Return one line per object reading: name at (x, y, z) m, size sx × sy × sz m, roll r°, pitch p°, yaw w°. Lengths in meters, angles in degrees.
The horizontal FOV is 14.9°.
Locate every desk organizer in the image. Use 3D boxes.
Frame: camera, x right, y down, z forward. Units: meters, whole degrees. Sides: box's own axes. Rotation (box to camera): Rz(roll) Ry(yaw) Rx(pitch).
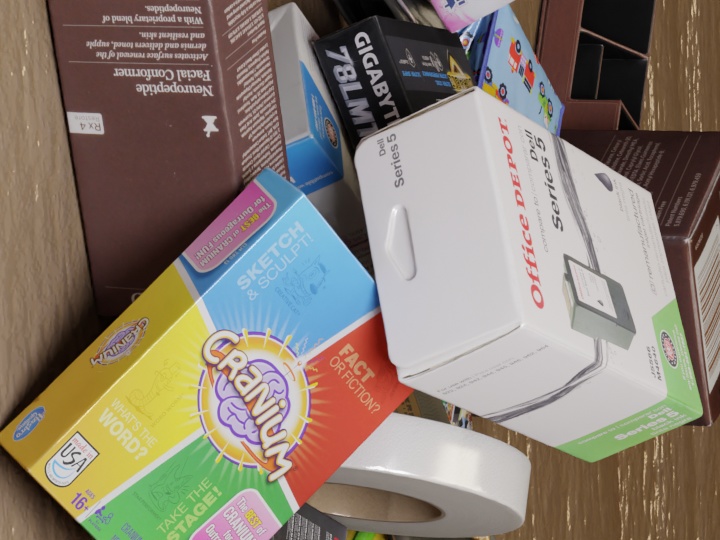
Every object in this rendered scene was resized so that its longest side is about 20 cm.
desk organizer at (0.186, -0.155, 2.233) m, size 0.072 × 0.077 × 0.201 m, roll 44°, pitch 52°, yaw -63°

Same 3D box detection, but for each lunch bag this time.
lunch bag at (0.076, -0.066, 1.886) m, size 0.151 × 0.094 × 0.201 m, roll 56°, pitch 30°, yaw -52°

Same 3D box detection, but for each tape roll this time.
tape roll at (-0.001, 0.118, 1.611) m, size 0.203 × 0.202 × 0.037 m, roll 40°, pitch 55°, yaw -64°

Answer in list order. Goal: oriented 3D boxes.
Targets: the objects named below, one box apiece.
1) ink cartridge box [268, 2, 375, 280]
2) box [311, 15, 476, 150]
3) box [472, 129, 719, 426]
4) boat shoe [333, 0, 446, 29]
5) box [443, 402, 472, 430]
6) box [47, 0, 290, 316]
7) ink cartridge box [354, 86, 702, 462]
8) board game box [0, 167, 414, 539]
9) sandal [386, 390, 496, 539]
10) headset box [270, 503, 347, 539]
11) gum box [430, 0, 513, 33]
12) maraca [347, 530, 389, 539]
ink cartridge box at (-0.018, -0.048, 1.640) m, size 0.200 × 0.067 × 0.117 m, roll 53°, pitch 21°, yaw -44°
box at (0.051, -0.050, 1.662) m, size 0.199 × 0.050 × 0.200 m, roll 68°, pitch 15°, yaw 5°
box at (0.178, 0.002, 2.061) m, size 0.164 × 0.199 × 0.167 m, roll -58°, pitch 145°, yaw -52°
boat shoe at (0.003, -0.176, 1.767) m, size 0.057 × 0.067 × 0.200 m, roll -52°, pitch 128°, yaw -29°
box at (0.042, 0.068, 1.943) m, size 0.110 × 0.035 × 0.201 m, roll -40°, pitch 129°, yaw -62°
box at (-0.099, -0.076, 1.477) m, size 0.075 × 0.100 × 0.201 m, roll -49°, pitch 136°, yaw -56°
ink cartridge box at (0.094, 0.006, 1.511) m, size 0.200 × 0.084 × 0.146 m, roll 25°, pitch 47°, yaw -52°
board game box at (-0.071, 0.068, 1.450) m, size 0.200 × 0.040 × 0.153 m, roll -46°, pitch 130°, yaw -7°
sandal at (0.055, 0.134, 1.734) m, size 0.081 × 0.055 × 0.201 m, roll -1°, pitch 67°, yaw -39°
headset box at (-0.075, 0.201, 1.598) m, size 0.200 × 0.075 × 0.149 m, roll 42°, pitch 53°, yaw -63°
gum box at (0.055, -0.242, 1.777) m, size 0.114 × 0.066 × 0.200 m, roll 59°, pitch 11°, yaw -19°
maraca at (0.009, 0.217, 1.783) m, size 0.201 × 0.107 × 0.137 m, roll -63°, pitch 151°, yaw -21°
